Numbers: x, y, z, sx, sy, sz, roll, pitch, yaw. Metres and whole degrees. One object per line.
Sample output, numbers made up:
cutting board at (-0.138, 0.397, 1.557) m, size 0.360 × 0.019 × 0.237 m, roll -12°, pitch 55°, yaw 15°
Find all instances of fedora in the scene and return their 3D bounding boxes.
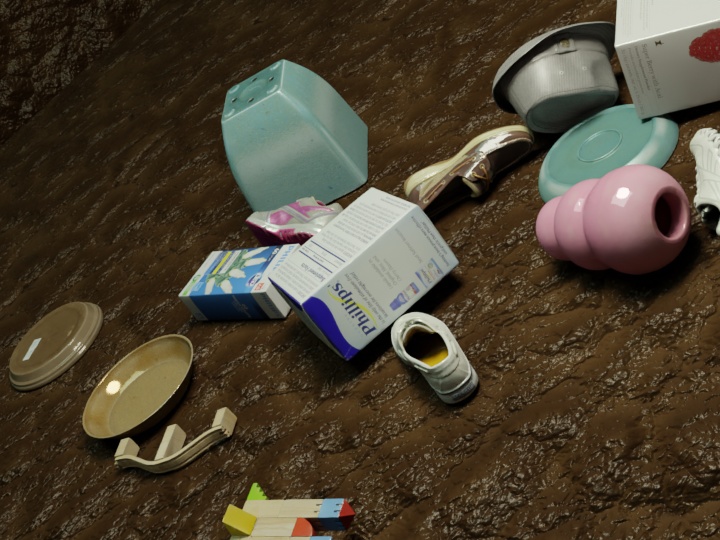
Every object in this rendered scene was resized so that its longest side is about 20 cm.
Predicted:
fedora at (0.285, -0.253, 1.705) m, size 0.200 × 0.177 × 0.090 m, roll -11°, pitch 61°, yaw -23°

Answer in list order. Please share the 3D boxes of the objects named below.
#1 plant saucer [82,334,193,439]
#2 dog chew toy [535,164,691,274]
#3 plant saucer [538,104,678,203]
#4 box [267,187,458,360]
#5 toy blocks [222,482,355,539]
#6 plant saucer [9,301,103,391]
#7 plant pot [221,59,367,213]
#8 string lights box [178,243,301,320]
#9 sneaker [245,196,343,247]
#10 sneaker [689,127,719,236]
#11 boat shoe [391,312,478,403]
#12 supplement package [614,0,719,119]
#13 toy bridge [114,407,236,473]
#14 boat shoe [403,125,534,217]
plant saucer at (-0.320, 0.180, 1.825) m, size 0.200 × 0.035 × 0.200 m, roll -26°, pitch 31°, yaw 17°
dog chew toy at (0.283, -0.055, 1.436) m, size 0.200 × 0.125 × 0.125 m, roll -5°, pitch 42°, yaw 54°
plant saucer at (0.320, -0.157, 1.629) m, size 0.200 × 0.027 × 0.200 m, roll -26°, pitch 31°, yaw 17°
box at (0.000, 0.000, 1.644) m, size 0.200 × 0.105 × 0.184 m, roll -40°, pitch 19°, yaw -7°
toy blocks at (-0.079, 0.321, 1.327) m, size 0.136 × 0.100 × 0.200 m, roll -6°, pitch 40°, yaw 26°
plant saucer at (-0.532, 0.125, 2.138) m, size 0.200 × 0.029 × 0.200 m, roll -27°, pitch 32°, yaw 18°
plant pot at (-0.121, -0.222, 2.017) m, size 0.196 × 0.200 × 0.196 m, roll -26°, pitch 31°, yaw 18°
string lights box at (-0.170, 0.020, 1.868) m, size 0.200 × 0.059 × 0.103 m, roll -4°, pitch 41°, yaw 43°
sneaker at (-0.092, -0.067, 1.897) m, size 0.200 × 0.081 × 0.088 m, roll 10°, pitch 52°, yaw 42°
sneaker at (0.410, -0.096, 1.407) m, size 0.081 × 0.075 × 0.200 m, roll -39°, pitch 28°, yaw 15°
boat shoe at (0.077, 0.088, 1.495) m, size 0.071 × 0.070 × 0.200 m, roll -35°, pitch 27°, yaw 1°
supplement package at (0.437, -0.294, 1.574) m, size 0.200 × 0.121 × 0.120 m, roll -12°, pitch 37°, yaw 23°
toy bridge at (-0.259, 0.242, 1.681) m, size 0.200 × 0.027 × 0.067 m, roll -20°, pitch 35°, yaw 28°
boat shoe at (0.158, -0.132, 1.735) m, size 0.200 × 0.072 × 0.072 m, roll -25°, pitch 52°, yaw 11°
